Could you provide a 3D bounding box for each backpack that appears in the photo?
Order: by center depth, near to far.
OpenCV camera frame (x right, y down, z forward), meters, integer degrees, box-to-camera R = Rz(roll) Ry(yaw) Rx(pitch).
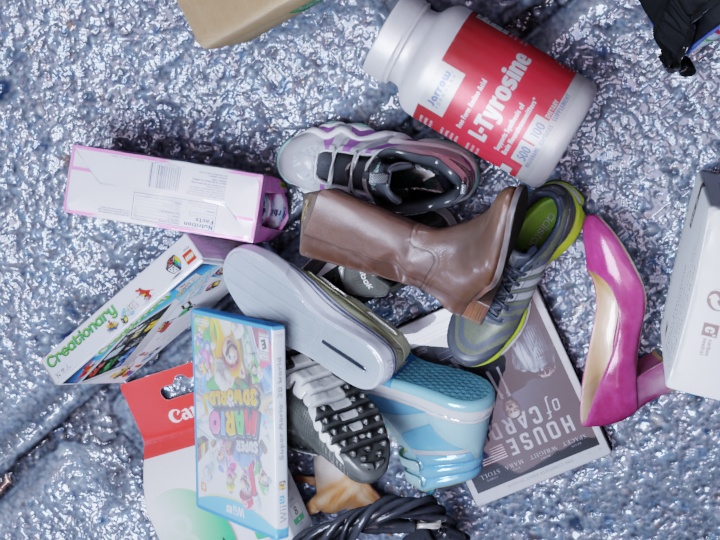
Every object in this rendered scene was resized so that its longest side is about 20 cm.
[{"bbox_3d":[0.296,-0.288,1.290,0.154,0.191,0.201,-35,94,-1],"label":"backpack"}]

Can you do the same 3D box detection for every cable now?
[{"bbox_3d":[0.002,0.284,1.488,0.199,0.163,0.051,-27,57,21],"label":"cable"}]

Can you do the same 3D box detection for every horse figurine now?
[{"bbox_3d":[-0.044,0.184,1.522,0.132,0.050,0.202,-4,104,18],"label":"horse figurine"}]

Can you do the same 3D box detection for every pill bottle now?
[{"bbox_3d":[0.108,-0.172,1.387,0.199,0.112,0.113,30,105,2],"label":"pill bottle"}]

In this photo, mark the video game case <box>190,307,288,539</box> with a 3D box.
[{"bbox_3d":[-0.117,0.143,1.435,0.143,0.018,0.202,9,102,51],"label":"video game case"}]

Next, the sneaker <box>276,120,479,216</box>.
[{"bbox_3d":[0.009,-0.094,1.405,0.198,0.140,0.078,2,102,9],"label":"sneaker"}]

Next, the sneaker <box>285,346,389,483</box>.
[{"bbox_3d":[-0.037,0.143,1.418,0.200,0.066,0.091,47,139,40],"label":"sneaker"}]

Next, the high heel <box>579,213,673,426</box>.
[{"bbox_3d":[0.225,0.050,1.431,0.095,0.067,0.201,-24,110,-6],"label":"high heel"}]

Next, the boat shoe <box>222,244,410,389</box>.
[{"bbox_3d":[-0.043,0.042,1.418,0.200,0.062,0.072,37,121,17],"label":"boat shoe"}]

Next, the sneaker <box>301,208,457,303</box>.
[{"bbox_3d":[0.000,0.000,1.453,0.199,0.091,0.067,-28,95,14],"label":"sneaker"}]

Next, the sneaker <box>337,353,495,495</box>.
[{"bbox_3d":[0.038,0.150,1.473,0.199,0.079,0.132,19,122,34],"label":"sneaker"}]

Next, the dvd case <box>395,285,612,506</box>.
[{"bbox_3d":[0.142,0.117,1.487,0.149,0.025,0.201,-24,96,14],"label":"dvd case"}]

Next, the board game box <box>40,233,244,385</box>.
[{"bbox_3d":[-0.205,0.041,1.478,0.200,0.126,0.035,-39,74,15],"label":"board game box"}]

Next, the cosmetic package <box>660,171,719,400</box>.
[{"bbox_3d":[0.366,0.020,1.336,0.164,0.200,0.166,13,104,6],"label":"cosmetic package"}]

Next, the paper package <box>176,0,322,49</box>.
[{"bbox_3d":[-0.092,-0.326,1.371,0.199,0.103,0.192,-24,98,30],"label":"paper package"}]

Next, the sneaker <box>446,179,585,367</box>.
[{"bbox_3d":[0.138,-0.001,1.413,0.074,0.081,0.201,30,94,19],"label":"sneaker"}]

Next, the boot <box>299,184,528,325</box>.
[{"bbox_3d":[0.038,-0.043,1.326,0.199,0.064,0.187,24,140,7],"label":"boot"}]

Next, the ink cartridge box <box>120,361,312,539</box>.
[{"bbox_3d":[-0.158,0.196,1.524,0.160,0.050,0.201,-19,101,30],"label":"ink cartridge box"}]

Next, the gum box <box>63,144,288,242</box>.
[{"bbox_3d":[-0.172,-0.073,1.451,0.198,0.113,0.067,10,93,8],"label":"gum box"}]
